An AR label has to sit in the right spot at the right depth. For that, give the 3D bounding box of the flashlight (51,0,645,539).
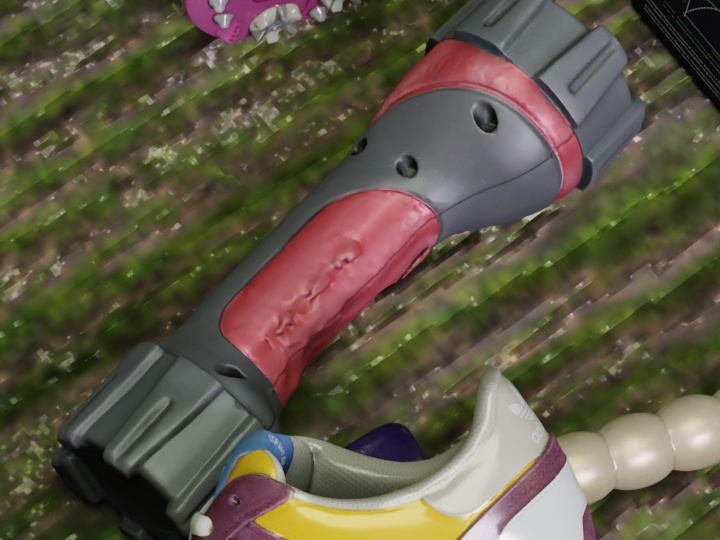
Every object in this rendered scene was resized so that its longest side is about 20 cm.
[{"bbox_3d":[0.000,0.000,0.874,0.068,0.068,0.200,39,67,9],"label":"flashlight"}]

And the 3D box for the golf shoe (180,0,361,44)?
[{"bbox_3d":[0.020,-0.149,0.941,0.199,0.075,0.092,-24,66,-16],"label":"golf shoe"}]

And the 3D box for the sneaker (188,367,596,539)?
[{"bbox_3d":[-0.034,0.091,0.794,0.199,0.075,0.090,-21,100,5],"label":"sneaker"}]

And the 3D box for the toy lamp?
[{"bbox_3d":[0.067,0.055,0.861,0.199,0.058,0.058,-18,68,-14],"label":"toy lamp"}]

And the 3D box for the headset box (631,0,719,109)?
[{"bbox_3d":[0.187,-0.138,0.880,0.174,0.200,0.093,-33,72,-19],"label":"headset box"}]
